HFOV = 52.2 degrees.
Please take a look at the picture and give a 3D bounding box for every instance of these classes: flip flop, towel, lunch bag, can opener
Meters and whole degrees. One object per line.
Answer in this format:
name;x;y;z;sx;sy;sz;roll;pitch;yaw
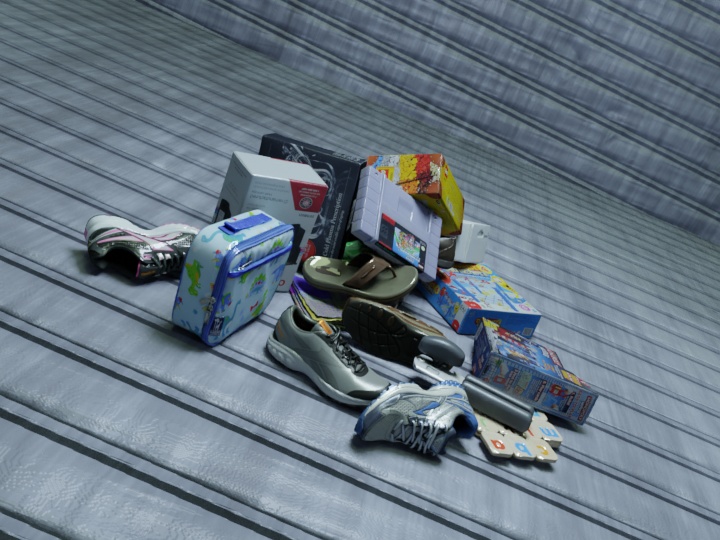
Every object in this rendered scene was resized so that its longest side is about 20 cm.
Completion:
flip flop;0.000;0.000;1.224;0.195;0.058;0.082;10;41;3
towel;-0.052;0.042;1.259;0.141;0.023;0.201;11;25;-26
lunch bag;-0.176;0.002;1.043;0.081;0.164;0.200;26;21;14
can opener;0.171;0.164;1.097;0.197;0.068;0.053;26;21;13

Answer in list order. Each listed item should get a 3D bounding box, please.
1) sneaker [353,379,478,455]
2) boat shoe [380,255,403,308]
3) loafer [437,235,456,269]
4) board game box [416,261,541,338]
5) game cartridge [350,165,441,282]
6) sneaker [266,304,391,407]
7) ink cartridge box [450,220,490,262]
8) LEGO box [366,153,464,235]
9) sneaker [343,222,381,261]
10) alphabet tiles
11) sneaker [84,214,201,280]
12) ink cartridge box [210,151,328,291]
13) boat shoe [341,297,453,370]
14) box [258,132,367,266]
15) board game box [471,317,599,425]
sneaker;0.082;0.198;0.965;0.197;0.078;0.086;-4;44;-37
boat shoe;0.053;0.023;1.339;0.073;0.075;0.200;23;27;13
loafer;0.095;-0.072;1.395;0.196;0.073;0.073;22;14;-5
board game box;0.224;0.052;1.458;0.196;0.057;0.196;7;27;-34
game cartridge;0.068;-0.076;1.271;0.198;0.038;0.132;31;53;-37
sneaker;-0.040;0.120;1.019;0.197;0.081;0.074;29;21;13
ink cartridge box;0.160;-0.076;1.559;0.196;0.085;0.146;14;7;26
LEGO box;0.106;-0.140;1.401;0.145;0.079;0.200;2;-19;21
sneaker;0.003;-0.045;1.428;0.196;0.085;0.074;7;25;-35
alphabet tiles;0.206;0.221;1.109;0.196;0.015;0.196;13;21;-23
sneaker;-0.312;-0.018;1.099;0.195;0.082;0.087;5;38;-20
ink cartridge box;-0.157;-0.072;1.181;0.143;0.203;0.083;3;30;-37
boat shoe;0.061;0.101;1.179;0.197;0.077;0.074;28;15;-8
box;-0.101;-0.120;1.307;0.178;0.205;0.104;16;13;4
board game box;0.284;0.171;1.221;0.196;0.063;0.200;26;13;0
